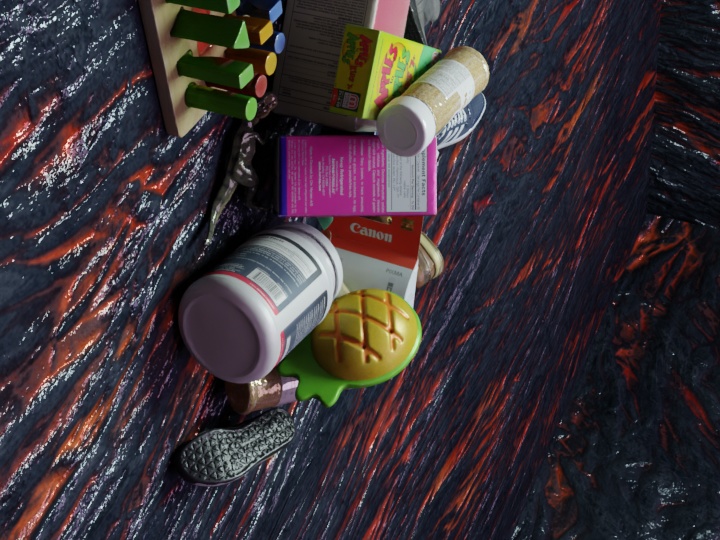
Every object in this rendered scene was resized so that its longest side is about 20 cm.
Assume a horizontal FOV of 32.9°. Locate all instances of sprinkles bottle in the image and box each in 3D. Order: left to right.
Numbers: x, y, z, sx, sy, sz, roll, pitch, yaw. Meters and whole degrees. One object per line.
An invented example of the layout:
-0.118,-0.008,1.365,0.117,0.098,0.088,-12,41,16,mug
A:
-0.083,0.141,1.636,0.198,0.068,0.069,-10,117,-36,sprinkles bottle
0.092,-0.210,1.491,0.200,0.068,0.069,-47,145,-48,sprinkles bottle

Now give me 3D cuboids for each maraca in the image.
-0.013,0.098,1.585,0.199,0.137,0.108,-31,148,-17,maraca

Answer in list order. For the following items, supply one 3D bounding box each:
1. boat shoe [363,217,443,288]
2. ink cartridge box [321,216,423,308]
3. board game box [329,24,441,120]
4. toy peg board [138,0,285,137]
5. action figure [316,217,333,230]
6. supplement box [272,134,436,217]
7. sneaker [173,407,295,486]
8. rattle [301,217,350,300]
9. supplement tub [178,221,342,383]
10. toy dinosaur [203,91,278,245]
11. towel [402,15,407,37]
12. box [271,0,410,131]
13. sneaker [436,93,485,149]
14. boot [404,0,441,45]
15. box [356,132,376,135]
0.033,-0.055,1.773,0.067,0.200,0.072,-37,170,-38,boat shoe
0.000,0.000,1.745,0.057,0.161,0.202,-40,141,-56,ink cartridge box
0.034,-0.234,1.492,0.200,0.047,0.103,-7,111,-65,board game box
-0.136,-0.274,1.330,0.200,0.097,0.202,-55,151,-41,toy peg board
-0.042,-0.131,1.675,0.119,0.054,0.200,67,17,-7,action figure
-0.008,-0.119,1.528,0.101,0.197,0.105,-147,-122,-80,supplement box
-0.170,0.242,1.612,0.199,0.083,0.072,-14,78,-43,sneaker
-0.088,0.027,1.644,0.142,0.131,0.200,-27,165,-5,rattle
-0.120,0.035,1.508,0.200,0.139,0.142,-43,142,-52,supplement tub
-0.141,-0.119,1.492,0.088,0.047,0.202,25,83,-61,toy dinosaur
0.016,-0.300,1.641,0.021,0.146,0.203,3,102,-32,towel
-0.024,-0.287,1.551,0.109,0.127,0.203,-14,118,-64,box
0.123,-0.231,1.826,0.199,0.070,0.109,-34,171,-22,sneaker
0.087,-0.363,1.799,0.131,0.069,0.203,-35,121,-58,boot
0.017,-0.214,1.744,0.200,0.032,0.123,-65,168,-85,box
